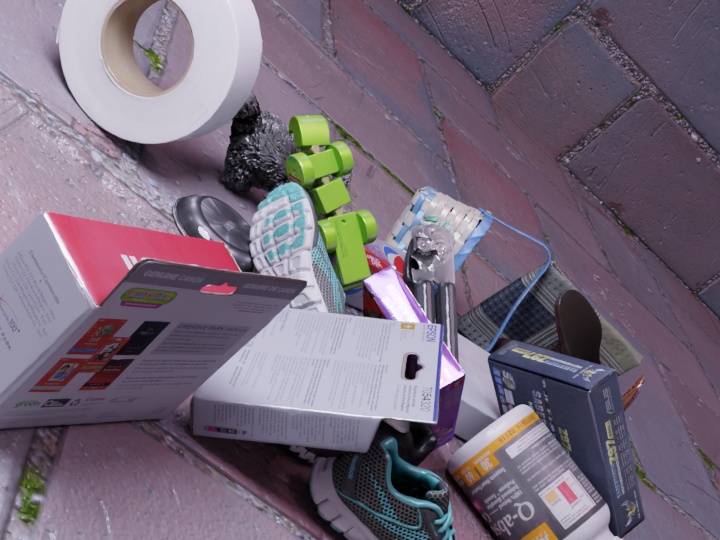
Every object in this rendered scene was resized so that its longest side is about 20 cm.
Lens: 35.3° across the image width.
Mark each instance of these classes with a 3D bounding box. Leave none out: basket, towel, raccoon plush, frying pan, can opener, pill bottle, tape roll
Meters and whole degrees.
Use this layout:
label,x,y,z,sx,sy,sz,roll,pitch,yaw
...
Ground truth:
label,x,y,z,sx,sy,sz,roll,pitch,yaw
basket,0.127,-0.004,1.499,0.200,0.176,0.139,31,11,-3
towel,0.260,0.096,1.569,0.200,0.193,0.035,46,38,-9
raccoon plush,-0.084,-0.126,1.283,0.134,0.097,0.200,21,-9,11
frying pan,-0.127,-0.011,1.180,0.190,0.031,0.115,54,22,21
can opener,0.081,0.039,1.317,0.053,0.067,0.200,7,63,-13
pill bottle,0.195,0.254,1.221,0.200,0.116,0.116,53,19,14
tape roll,-0.207,-0.232,1.167,0.202,0.202,0.071,49,20,2

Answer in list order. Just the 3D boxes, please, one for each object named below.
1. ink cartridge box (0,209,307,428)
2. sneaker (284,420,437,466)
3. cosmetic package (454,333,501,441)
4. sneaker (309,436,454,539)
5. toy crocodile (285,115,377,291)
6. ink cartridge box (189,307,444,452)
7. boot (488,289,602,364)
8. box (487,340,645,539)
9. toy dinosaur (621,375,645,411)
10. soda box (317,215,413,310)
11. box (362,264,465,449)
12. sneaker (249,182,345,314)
label,x,y,z,sx,sy,sz,roll,pitch,yaw
ink cartridge box,-0.162,0.026,0.798,0.084,0.176,0.200,56,20,21
sneaker,-0.002,0.142,1.052,0.200,0.090,0.066,31,25,-41
cosmetic package,0.122,0.139,1.388,0.200,0.052,0.151,33,26,-38
sneaker,0.051,0.222,0.984,0.200,0.091,0.078,43,27,-15
toy crocodile,-0.036,-0.075,1.235,0.067,0.062,0.200,-21,96,-29
ink cartridge box,-0.030,0.092,0.992,0.200,0.043,0.196,7,22,4
boot,0.230,0.100,1.484,0.200,0.064,0.187,9,-54,54
box,0.231,0.189,1.277,0.158,0.051,0.200,15,-53,50
toy dinosaur,0.287,0.225,1.425,0.181,0.200,0.105,44,39,-50
soda box,0.000,0.000,1.360,0.200,0.070,0.063,25,33,-48
box,0.051,0.098,1.175,0.137,0.039,0.200,56,-14,23
sneaker,-0.058,0.007,1.183,0.091,0.078,0.200,28,49,-61
